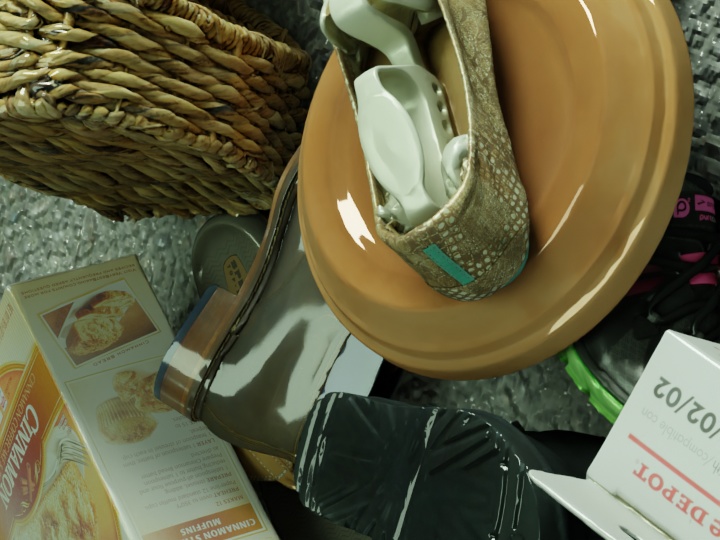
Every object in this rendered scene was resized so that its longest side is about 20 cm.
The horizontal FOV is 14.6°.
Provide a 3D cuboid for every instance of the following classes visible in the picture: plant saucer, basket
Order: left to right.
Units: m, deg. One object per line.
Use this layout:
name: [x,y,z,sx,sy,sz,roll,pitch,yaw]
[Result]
basket: [-0.110,-0.116,1.289,0.142,0.200,0.150,-4,75,35]
plant saucer: [0.046,-0.055,1.175,0.200,0.037,0.201,-15,66,36]

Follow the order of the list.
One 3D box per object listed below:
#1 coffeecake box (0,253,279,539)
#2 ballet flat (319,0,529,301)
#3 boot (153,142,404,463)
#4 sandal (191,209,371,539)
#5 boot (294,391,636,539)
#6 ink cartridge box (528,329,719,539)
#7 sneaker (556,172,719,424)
coffeecake box: [-0.114,0.121,1.353,0.200,0.073,0.154,61,149,25]
ballet flat: [0.019,-0.083,1.139,0.070,0.065,0.201,-33,57,24]
boot: [0.000,0.000,1.278,0.097,0.075,0.200,34,91,15]
sandal: [-0.041,0.058,1.328,0.082,0.054,0.201,-36,66,38]
boot: [0.081,0.097,1.114,0.198,0.162,0.074,18,94,62]
ink cartridge box: [0.166,0.084,1.027,0.115,0.200,0.068,36,104,37]
sneaker: [0.120,0.003,1.162,0.084,0.077,0.200,-49,62,29]
